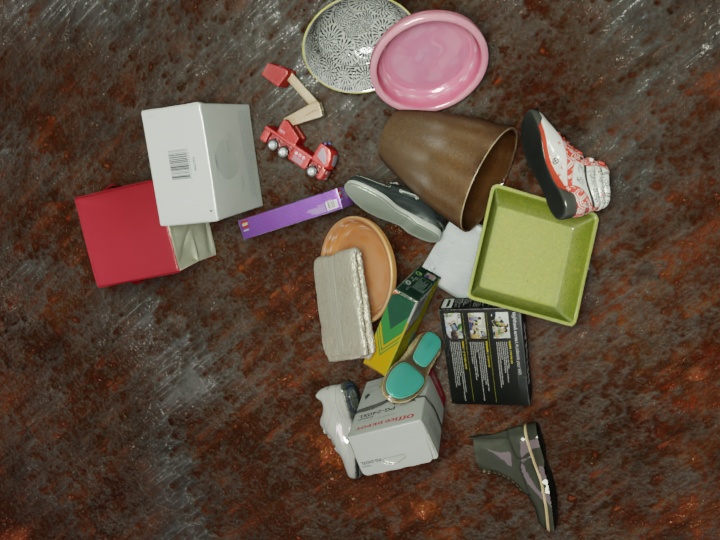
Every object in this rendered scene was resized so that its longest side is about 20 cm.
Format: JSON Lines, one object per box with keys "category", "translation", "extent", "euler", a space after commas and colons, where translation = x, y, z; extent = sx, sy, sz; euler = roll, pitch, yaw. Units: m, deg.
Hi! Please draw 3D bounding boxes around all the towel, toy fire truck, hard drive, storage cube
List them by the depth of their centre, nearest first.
{"category": "towel", "translation": [-0.030, 0.065, 1.245], "extent": [0.132, 0.034, 0.202], "euler": [-14, 82, 51]}
{"category": "hard drive", "translation": [0.225, -0.001, 1.247], "extent": [0.199, 0.033, 0.140], "euler": [32, 108, 6]}
{"category": "toy fire truck", "translation": [-0.113, -0.277, 1.267], "extent": [0.199, 0.049, 0.142], "euler": [34, 108, 5]}
{"category": "storage cube", "translation": [-0.410, -0.080, 1.324], "extent": [0.178, 0.171, 0.202], "euler": [-10, 99, 15]}

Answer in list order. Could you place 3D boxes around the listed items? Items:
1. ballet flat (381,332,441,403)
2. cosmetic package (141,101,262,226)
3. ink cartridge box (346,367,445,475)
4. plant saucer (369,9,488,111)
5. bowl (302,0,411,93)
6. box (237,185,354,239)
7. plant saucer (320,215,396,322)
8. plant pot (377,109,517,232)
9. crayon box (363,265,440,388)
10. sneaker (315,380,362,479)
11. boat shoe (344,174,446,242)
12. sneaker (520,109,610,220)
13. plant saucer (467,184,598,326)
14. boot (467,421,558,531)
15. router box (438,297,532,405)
{"category": "ballet flat", "translation": [0.089, 0.189, 1.245], "extent": [0.070, 0.200, 0.065], "euler": [42, 132, 8]}
{"category": "cosmetic package", "translation": [-0.282, -0.198, 1.249], "extent": [0.122, 0.200, 0.202], "euler": [-3, 101, 18]}
{"category": "ink cartridge box", "translation": [0.071, 0.271, 1.254], "extent": [0.144, 0.200, 0.084], "euler": [-18, 106, 17]}
{"category": "plant saucer", "translation": [0.112, -0.354, 1.141], "extent": [0.199, 0.201, 0.051], "euler": [-19, 53, 17]}
{"category": "bowl", "translation": [-0.003, -0.412, 1.166], "extent": [0.199, 0.201, 0.095], "euler": [-18, 56, 17]}
{"category": "box", "translation": [-0.109, -0.111, 1.255], "extent": [0.198, 0.137, 0.039], "euler": [-16, 96, 17]}
{"category": "plant saucer", "translation": [0.000, 0.000, 1.263], "extent": [0.199, 0.037, 0.203], "euler": [7, 100, 46]}
{"category": "plant pot", "translation": [0.136, -0.194, 1.167], "extent": [0.199, 0.186, 0.188], "euler": [30, 108, 22]}
{"category": "crayon box", "translation": [0.071, 0.104, 1.245], "extent": [0.050, 0.127, 0.201], "euler": [28, 119, 14]}
{"category": "sneaker", "translation": [-0.033, 0.321, 1.375], "extent": [0.086, 0.074, 0.202], "euler": [-10, 93, 28]}
{"category": "boat shoe", "translation": [0.065, -0.121, 1.214], "extent": [0.199, 0.075, 0.061], "euler": [31, 67, -18]}
{"category": "sneaker", "translation": [0.353, -0.186, 1.161], "extent": [0.107, 0.067, 0.203], "euler": [-11, 72, -17]}
{"category": "plant saucer", "translation": [0.291, -0.025, 1.174], "extent": [0.198, 0.048, 0.202], "euler": [15, 85, -6]}
{"category": "boot", "translation": [0.294, 0.397, 1.302], "extent": [0.137, 0.077, 0.202], "euler": [-14, 85, 21]}
{"category": "router box", "translation": [0.230, 0.149, 1.246], "extent": [0.148, 0.051, 0.202], "euler": [-2, 112, 20]}
